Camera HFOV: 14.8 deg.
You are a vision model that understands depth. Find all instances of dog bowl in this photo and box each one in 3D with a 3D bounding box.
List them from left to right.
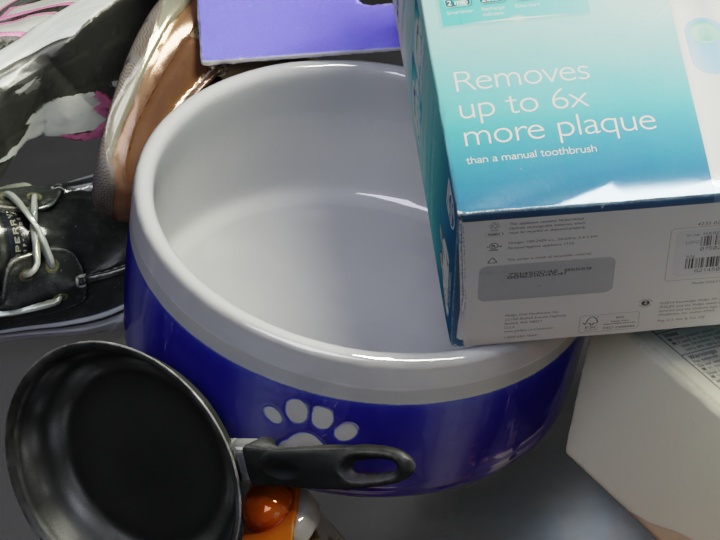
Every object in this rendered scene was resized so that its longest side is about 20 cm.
[{"bbox_3d":[0.000,0.000,1.171,0.199,0.079,0.200,6,40,-5],"label":"dog bowl"}]

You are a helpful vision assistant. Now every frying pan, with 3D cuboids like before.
[{"bbox_3d":[-0.068,0.064,1.103,0.190,0.031,0.115,-32,90,35],"label":"frying pan"}]

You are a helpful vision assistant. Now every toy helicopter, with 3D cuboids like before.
[{"bbox_3d":[-0.007,0.136,1.125,0.079,0.200,0.132,-34,96,2],"label":"toy helicopter"}]

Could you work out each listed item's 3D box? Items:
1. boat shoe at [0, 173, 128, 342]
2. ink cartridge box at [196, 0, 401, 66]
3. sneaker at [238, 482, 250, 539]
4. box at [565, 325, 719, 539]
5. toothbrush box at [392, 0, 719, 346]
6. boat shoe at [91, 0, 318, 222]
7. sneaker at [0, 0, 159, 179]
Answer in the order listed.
[{"bbox_3d":[-0.155,-0.004,1.264,0.200,0.071,0.072,-19,72,5],"label":"boat shoe"},{"bbox_3d":[0.018,-0.197,1.218,0.198,0.043,0.201,-5,80,-4],"label":"ink cartridge box"},{"bbox_3d":[-0.092,0.140,1.189,0.075,0.115,0.200,10,78,14],"label":"sneaker"},{"bbox_3d":[0.180,0.087,1.110,0.095,0.078,0.200,-10,36,-31],"label":"box"},{"bbox_3d":[0.095,-0.076,1.118,0.146,0.085,0.200,-4,50,-4],"label":"toothbrush box"},{"bbox_3d":[-0.054,-0.102,1.253,0.072,0.076,0.200,27,67,7],"label":"boat shoe"},{"bbox_3d":[-0.163,-0.100,1.253,0.086,0.080,0.200,37,48,25],"label":"sneaker"}]
